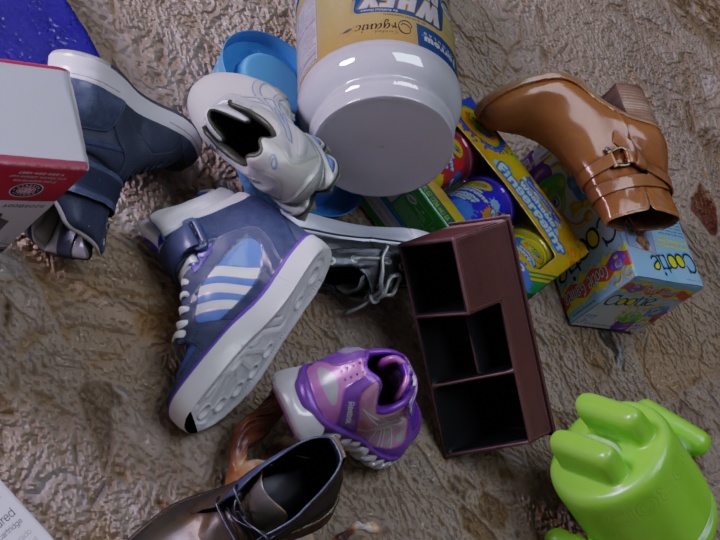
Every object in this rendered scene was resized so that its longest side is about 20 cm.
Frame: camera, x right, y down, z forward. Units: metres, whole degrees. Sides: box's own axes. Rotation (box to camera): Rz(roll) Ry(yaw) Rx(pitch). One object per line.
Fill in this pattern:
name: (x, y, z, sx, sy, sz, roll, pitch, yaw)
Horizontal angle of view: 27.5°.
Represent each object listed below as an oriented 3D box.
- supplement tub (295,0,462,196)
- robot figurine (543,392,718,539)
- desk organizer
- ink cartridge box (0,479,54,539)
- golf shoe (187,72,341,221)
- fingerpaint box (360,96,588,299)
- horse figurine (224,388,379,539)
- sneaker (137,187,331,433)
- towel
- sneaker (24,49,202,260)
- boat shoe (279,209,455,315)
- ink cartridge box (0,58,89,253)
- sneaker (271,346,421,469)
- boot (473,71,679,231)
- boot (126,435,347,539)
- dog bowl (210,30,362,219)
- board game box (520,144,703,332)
supplement tub: (0.015, -0.179, 1.306, 0.145, 0.145, 0.200, 23, 43, -28)
robot figurine: (0.245, 0.196, 1.306, 0.175, 0.116, 0.200, -53, 127, -21)
desk organizer: (0.101, 0.060, 1.281, 0.077, 0.072, 0.200, -19, 100, -44)
ink cartridge box: (-0.311, 0.146, 0.891, 0.200, 0.084, 0.144, 48, 41, -1)
golf shoe: (-0.098, -0.124, 1.212, 0.097, 0.078, 0.200, 33, 5, -47)
fingerpaint box: (0.105, -0.053, 1.426, 0.200, 0.073, 0.167, 54, 40, 4)
horse figurine: (-0.050, 0.189, 1.122, 0.133, 0.050, 0.200, -14, 72, -52)
sneaker: (-0.132, 0.020, 1.172, 0.146, 0.081, 0.200, 28, 64, 18)
towel: (-0.307, -0.202, 1.192, 0.148, 0.050, 0.200, -31, 84, -42)
sneaker: (-0.200, -0.072, 1.169, 0.202, 0.077, 0.146, 31, 67, -64)
boat shoe: (0.001, -0.001, 1.293, 0.199, 0.074, 0.068, 14, 55, -32)
ink cartridge box: (-0.295, -0.059, 0.974, 0.145, 0.200, 0.083, 1, 64, -42)
sneaker: (0.013, 0.103, 1.179, 0.081, 0.088, 0.200, 63, 17, 22)
boot: (0.216, -0.109, 1.446, 0.200, 0.077, 0.155, 2, 63, -27)
boot: (-0.096, 0.172, 1.019, 0.200, 0.097, 0.075, -27, 70, -27)
dog bowl: (-0.074, -0.123, 1.336, 0.111, 0.050, 0.200, -6, 65, -44)
board game box: (0.258, -0.049, 1.538, 0.105, 0.103, 0.200, 9, 55, -36)
